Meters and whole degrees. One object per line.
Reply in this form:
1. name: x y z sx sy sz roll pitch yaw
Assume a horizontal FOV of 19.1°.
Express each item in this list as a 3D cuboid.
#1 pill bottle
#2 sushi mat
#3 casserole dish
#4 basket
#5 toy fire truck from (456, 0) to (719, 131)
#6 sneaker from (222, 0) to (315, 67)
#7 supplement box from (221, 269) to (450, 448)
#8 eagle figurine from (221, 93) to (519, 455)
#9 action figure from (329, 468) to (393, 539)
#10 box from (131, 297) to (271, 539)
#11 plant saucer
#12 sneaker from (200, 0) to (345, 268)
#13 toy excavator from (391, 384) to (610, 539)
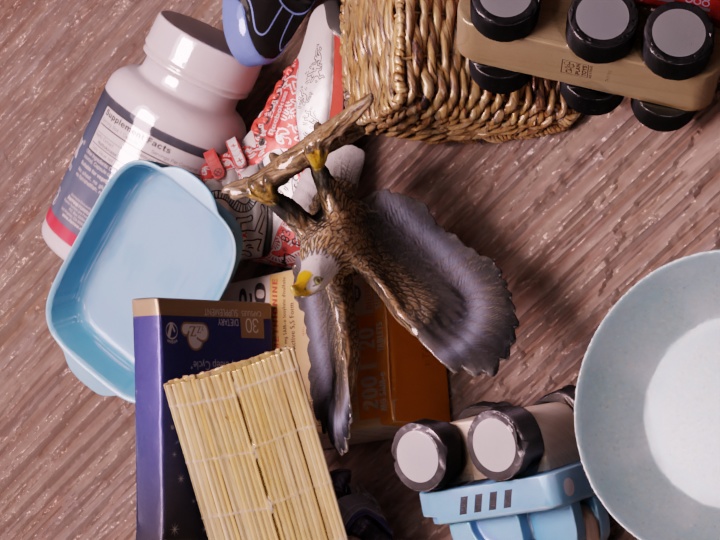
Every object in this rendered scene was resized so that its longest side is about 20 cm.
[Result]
1. pill bottle: -0.157 -0.093 1.669 0.119 0.119 0.201 37 106 36
2. sushi mat: -0.064 0.158 1.471 0.095 0.012 0.202 -15 102 3
3. casserole dish: -0.156 0.006 1.590 0.121 0.039 0.201 38 118 13
4. basket: 0.071 -0.192 1.535 0.143 0.148 0.202 162 110 -70
5. toy fire truck: 0.168 -0.220 1.414 0.175 0.129 0.201 13 67 8
6. sneaker: -0.042 -0.248 1.610 0.078 0.070 0.202 6 75 42
7. supplement box: -0.036 0.065 1.581 0.199 0.073 0.127 -13 76 37
8. eagle figurine: -0.005 0.004 1.461 0.201 0.151 0.152 56 154 -7
9. action figure: 0.035 0.225 1.511 0.200 0.069 0.131 37 101 23
10. box: -0.109 0.121 1.510 0.032 0.121 0.202 -3 86 38
11. plant saucer: 0.235 0.088 1.370 0.200 0.039 0.203 -7 75 27
12. sneaker: -0.064 -0.103 1.601 0.107 0.067 0.203 2 88 1
13. toy excavator: 0.135 0.182 1.429 0.193 0.100 0.202 -13 90 39
